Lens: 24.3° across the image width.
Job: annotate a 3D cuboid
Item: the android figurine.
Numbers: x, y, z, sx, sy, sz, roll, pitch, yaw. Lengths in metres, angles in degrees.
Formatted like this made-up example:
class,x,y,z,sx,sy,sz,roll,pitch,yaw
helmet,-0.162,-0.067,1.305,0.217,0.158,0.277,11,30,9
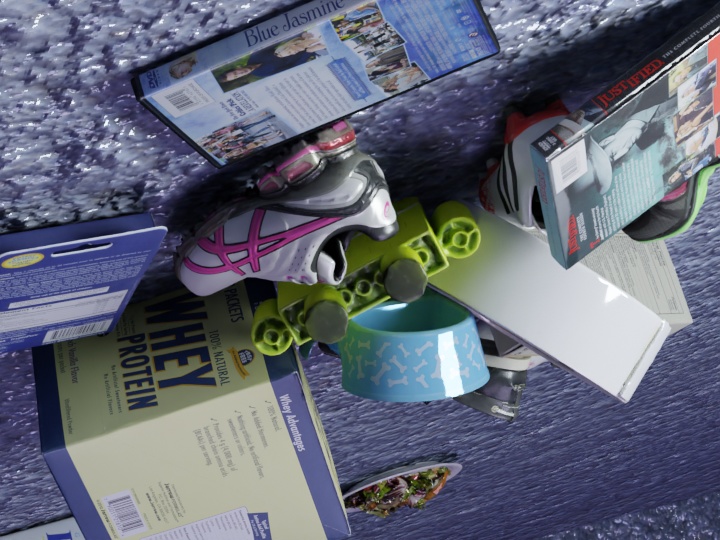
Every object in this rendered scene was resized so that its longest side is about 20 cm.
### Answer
class,x,y,z,sx,sy,sz,roll,pitch,yaw
android figurine,0.000,0.000,1.218,0.181,0.041,0.200,-29,-168,2

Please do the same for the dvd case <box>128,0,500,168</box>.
class,x,y,z,sx,sy,sz,roll,pitch,yaw
dvd case,-0.021,-0.122,0.997,0.199,0.018,0.143,-22,163,9

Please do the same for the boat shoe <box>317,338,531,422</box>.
class,x,y,z,sx,sy,sz,roll,pitch,yaw
boat shoe,0.051,0.088,1.498,0.199,0.068,0.072,12,-164,17

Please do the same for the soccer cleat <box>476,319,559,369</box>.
class,x,y,z,sx,sy,sz,roll,pitch,yaw
soccer cleat,0.186,0.058,1.694,0.200,0.070,0.086,-1,140,-48

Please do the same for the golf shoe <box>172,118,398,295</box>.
class,x,y,z,sx,sy,sz,roll,pitch,yaw
golf shoe,-0.056,-0.019,1.136,0.073,0.092,0.200,-32,179,-45

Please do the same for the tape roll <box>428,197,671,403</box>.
class,x,y,z,sx,sy,sz,roll,pitch,yaw
tape roll,0.139,0.023,1.300,0.071,0.202,0.202,-58,159,-1

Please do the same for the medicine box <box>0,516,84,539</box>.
class,x,y,z,sx,sy,sz,roll,pitch,yaw
medicine box,-0.375,0.399,1.955,0.199,0.183,0.103,-15,163,-11

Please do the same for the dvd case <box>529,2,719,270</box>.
class,x,y,z,sx,sy,sz,roll,pitch,yaw
dvd case,0.203,-0.098,1.127,0.200,0.022,0.146,-38,150,-9

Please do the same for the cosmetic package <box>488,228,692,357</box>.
class,x,y,z,sx,sy,sz,roll,pitch,yaw
cosmetic package,0.198,0.016,1.498,0.199,0.104,0.073,2,155,-44

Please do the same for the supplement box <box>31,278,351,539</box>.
class,x,y,z,sx,sy,sz,roll,pitch,yaw
supplement box,-0.133,0.133,1.336,0.199,0.135,0.201,-17,132,-1

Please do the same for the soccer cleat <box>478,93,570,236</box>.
class,x,y,z,sx,sy,sz,roll,pitch,yaw
soccer cleat,0.132,-0.056,1.238,0.068,0.086,0.200,-16,162,-7

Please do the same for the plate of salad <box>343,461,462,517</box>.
class,x,y,z,sx,sy,sz,roll,pitch,yaw
plate of salad,0.052,0.316,2.354,0.199,0.048,0.200,-16,163,-5

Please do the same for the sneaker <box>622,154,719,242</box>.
class,x,y,z,sx,sy,sz,roll,pitch,yaw
sneaker,0.233,-0.086,1.295,0.083,0.077,0.200,-1,153,-11

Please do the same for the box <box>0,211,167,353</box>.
class,x,y,z,sx,sy,sz,roll,pitch,yaw
box,-0.214,0.006,1.172,0.121,0.033,0.200,-10,163,-25

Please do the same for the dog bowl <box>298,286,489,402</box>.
class,x,y,z,sx,sy,sz,roll,pitch,yaw
dog bowl,0.022,0.047,1.274,0.111,0.050,0.200,-8,-165,-20
